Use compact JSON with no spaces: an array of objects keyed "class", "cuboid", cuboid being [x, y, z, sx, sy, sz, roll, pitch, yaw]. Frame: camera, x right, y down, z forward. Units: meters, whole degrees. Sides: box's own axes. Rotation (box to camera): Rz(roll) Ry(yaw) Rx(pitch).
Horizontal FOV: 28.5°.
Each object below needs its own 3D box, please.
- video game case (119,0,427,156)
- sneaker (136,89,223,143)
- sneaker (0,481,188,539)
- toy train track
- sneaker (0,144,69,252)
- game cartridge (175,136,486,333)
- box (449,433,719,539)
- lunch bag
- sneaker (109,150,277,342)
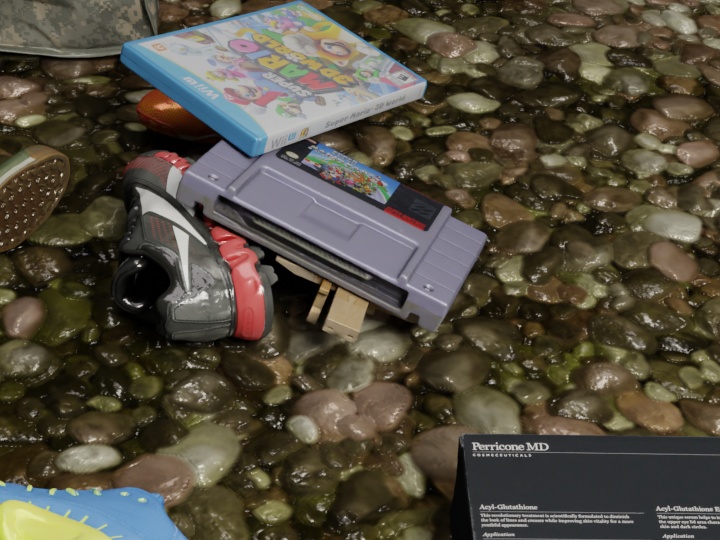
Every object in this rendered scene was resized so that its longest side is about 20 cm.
[{"class":"video game case","cuboid":[-0.062,-0.151,1.075,0.143,0.018,0.200,37,38,24]},{"class":"sneaker","cuboid":[-0.088,-0.156,1.165,0.199,0.077,0.073,-14,43,-19]},{"class":"sneaker","cuboid":[-0.171,0.153,0.780,0.199,0.076,0.105,23,23,23]},{"class":"toy train track","cuboid":[0.000,0.000,1.004,0.114,0.033,0.200,23,30,-2]},{"class":"sneaker","cuboid":[-0.298,-0.039,1.002,0.090,0.067,0.200,23,45,15]},{"class":"game cartridge","cuboid":[-0.015,-0.039,0.991,0.199,0.038,0.130,27,34,5]},{"class":"box","cuboid":[0.155,0.164,0.772,0.199,0.079,0.141,1,41,-2]},{"class":"lunch bag","cuboid":[-0.284,-0.272,1.269,0.199,0.118,0.164,-6,38,-3]},{"class":"sneaker","cuboid":[-0.137,-0.018,0.987,0.098,0.071,0.201,-13,42,-24]}]
